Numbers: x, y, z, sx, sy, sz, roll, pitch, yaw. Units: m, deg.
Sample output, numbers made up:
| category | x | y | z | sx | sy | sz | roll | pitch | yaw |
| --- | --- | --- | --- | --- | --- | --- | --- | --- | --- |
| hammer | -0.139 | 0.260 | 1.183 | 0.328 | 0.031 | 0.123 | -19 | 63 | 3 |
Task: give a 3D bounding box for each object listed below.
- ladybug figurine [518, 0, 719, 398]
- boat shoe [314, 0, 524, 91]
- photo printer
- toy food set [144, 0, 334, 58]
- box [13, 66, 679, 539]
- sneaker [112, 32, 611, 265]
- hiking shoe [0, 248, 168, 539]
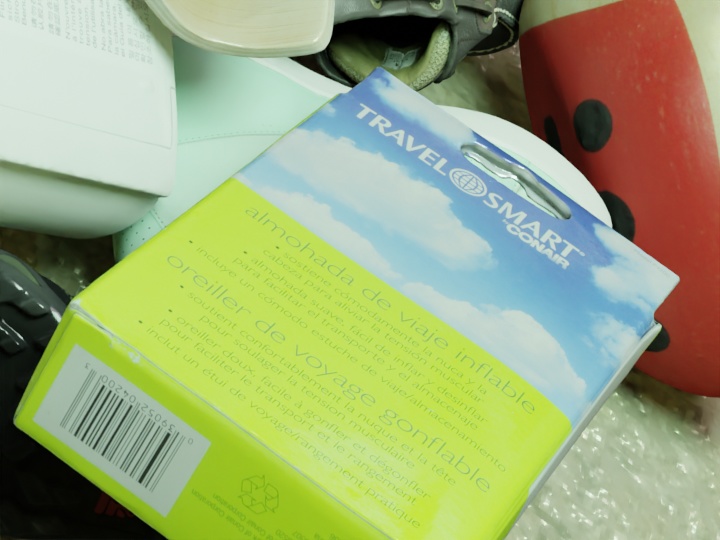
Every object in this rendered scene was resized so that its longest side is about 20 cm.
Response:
| category | x | y | z | sx | sy | sz | roll | pitch | yaw |
| --- | --- | --- | --- | --- | --- | --- | --- | --- | --- |
| ladybug figurine | 0.109 | -0.040 | 0.957 | 0.072 | 0.136 | 0.200 | -15 | 85 | -9 |
| boat shoe | 0.008 | -0.093 | 0.921 | 0.200 | 0.073 | 0.065 | 13 | 71 | -64 |
| photo printer | -0.123 | -0.097 | 0.711 | 0.200 | 0.069 | 0.167 | 9 | 74 | -69 |
| toy food set | -0.057 | -0.172 | 0.734 | 0.200 | 0.060 | 0.144 | 53 | 31 | -49 |
| box | 0.004 | 0.021 | 0.722 | 0.122 | 0.048 | 0.200 | 36 | 31 | 6 |
| sneaker | -0.001 | 0.000 | 0.858 | 0.200 | 0.074 | 0.118 | 19 | 49 | -27 |
| hiking shoe | -0.081 | 0.044 | 0.762 | 0.200 | 0.076 | 0.101 | 30 | 5 | -1 |
